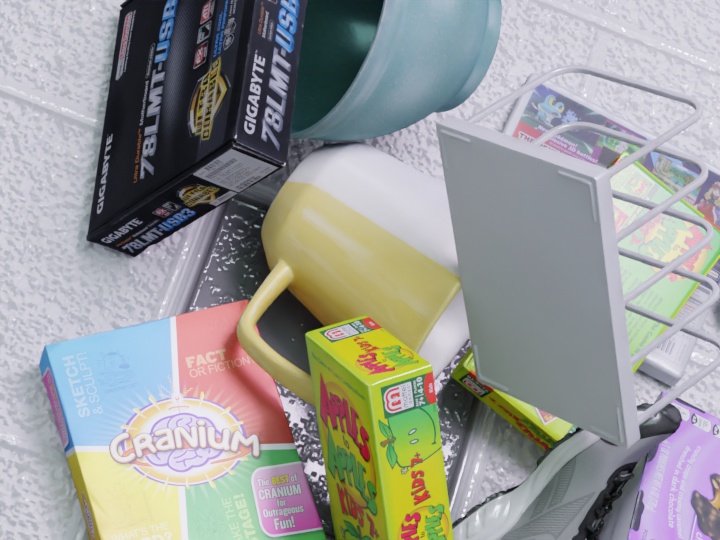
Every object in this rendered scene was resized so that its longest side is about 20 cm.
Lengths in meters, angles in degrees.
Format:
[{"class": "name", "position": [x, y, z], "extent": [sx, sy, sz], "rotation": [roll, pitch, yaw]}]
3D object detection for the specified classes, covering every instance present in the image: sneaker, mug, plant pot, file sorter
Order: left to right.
[{"class": "mug", "position": [0.006, -0.008, 1.529], "extent": [0.153, 0.150, 0.186], "rotation": [36, 27, 12]}, {"class": "plant pot", "position": [0.015, -0.182, 1.549], "extent": [0.134, 0.200, 0.201], "rotation": [9, 62, -34]}, {"class": "sneaker", "position": [0.145, 0.160, 1.487], "extent": [0.079, 0.200, 0.074], "rotation": [54, 21, 18]}, {"class": "file sorter", "position": [0.152, -0.017, 1.429], "extent": [0.124, 0.201, 0.138], "rotation": [-33, 37, -32]}]

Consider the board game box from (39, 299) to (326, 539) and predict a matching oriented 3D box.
[{"class": "board game box", "position": [-0.121, 0.132, 1.497], "extent": [0.152, 0.040, 0.201], "rotation": [-13, 70, -19]}]

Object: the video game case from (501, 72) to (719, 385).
[{"class": "video game case", "position": [0.182, -0.033, 1.659], "extent": [0.199, 0.023, 0.183], "rotation": [27, 63, 0]}]

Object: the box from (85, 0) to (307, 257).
[{"class": "box", "position": [-0.113, -0.133, 1.530], "extent": [0.050, 0.198, 0.201], "rotation": [23, 60, -31]}]

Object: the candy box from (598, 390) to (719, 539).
[{"class": "candy box", "position": [0.269, 0.200, 1.518], "extent": [0.199, 0.072, 0.168], "rotation": [27, 42, -4]}]

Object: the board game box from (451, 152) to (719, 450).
[{"class": "board game box", "position": [0.167, 0.026, 1.578], "extent": [0.101, 0.048, 0.200], "rotation": [38, 76, -1]}]

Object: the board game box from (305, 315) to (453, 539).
[{"class": "board game box", "position": [0.017, 0.142, 1.433], "extent": [0.047, 0.102, 0.201], "rotation": [-16, 113, -19]}]

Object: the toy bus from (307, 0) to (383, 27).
[{"class": "toy bus", "position": [-0.051, -0.226, 1.662], "extent": [0.199, 0.065, 0.079], "rotation": [14, 65, -8]}]
